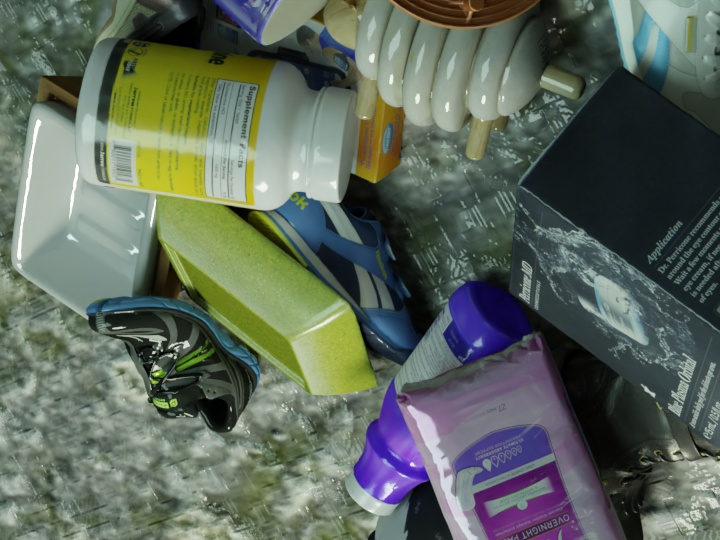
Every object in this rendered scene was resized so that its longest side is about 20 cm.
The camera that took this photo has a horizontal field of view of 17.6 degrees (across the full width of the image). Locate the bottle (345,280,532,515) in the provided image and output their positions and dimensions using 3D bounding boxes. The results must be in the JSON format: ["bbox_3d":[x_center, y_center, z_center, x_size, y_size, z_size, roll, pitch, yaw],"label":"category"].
[{"bbox_3d":[0.058,0.105,1.817,0.065,0.084,0.201,21,117,-26],"label":"bottle"}]

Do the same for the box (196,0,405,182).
[{"bbox_3d":[-0.055,-0.160,1.810,0.199,0.041,0.120,23,128,23],"label":"box"}]

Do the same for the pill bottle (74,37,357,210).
[{"bbox_3d":[-0.106,-0.107,1.746,0.198,0.113,0.113,9,125,6],"label":"pill bottle"}]

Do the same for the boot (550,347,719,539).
[{"bbox_3d":[0.228,0.135,1.746,0.173,0.069,0.201,-4,112,39],"label":"boot"}]

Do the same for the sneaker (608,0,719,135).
[{"bbox_3d":[0.220,-0.170,1.562,0.080,0.076,0.201,-8,113,39],"label":"sneaker"}]

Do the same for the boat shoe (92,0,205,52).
[{"bbox_3d":[-0.162,-0.176,1.827,0.065,0.072,0.200,62,156,15],"label":"boat shoe"}]

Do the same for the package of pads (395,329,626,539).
[{"bbox_3d":[0.115,0.156,1.726,0.120,0.076,0.201,-21,98,7],"label":"package of pads"}]

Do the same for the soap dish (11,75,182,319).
[{"bbox_3d":[-0.211,-0.054,1.969,0.157,0.081,0.201,31,131,19],"label":"soap dish"}]

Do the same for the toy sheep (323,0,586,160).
[{"bbox_3d":[0.066,-0.159,1.657,0.199,0.138,0.139,18,128,10],"label":"toy sheep"}]

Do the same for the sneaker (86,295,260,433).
[{"bbox_3d":[-0.154,0.078,1.942,0.070,0.083,0.199,0,154,36],"label":"sneaker"}]

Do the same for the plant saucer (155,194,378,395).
[{"bbox_3d":[-0.084,0.021,1.858,0.200,0.048,0.200,38,168,18],"label":"plant saucer"}]

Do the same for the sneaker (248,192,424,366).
[{"bbox_3d":[0.000,0.000,1.838,0.200,0.082,0.074,49,160,-29],"label":"sneaker"}]

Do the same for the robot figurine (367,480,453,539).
[{"bbox_3d":[0.093,0.213,1.864,0.151,0.125,0.200,51,135,-8],"label":"robot figurine"}]

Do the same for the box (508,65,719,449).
[{"bbox_3d":[0.212,-0.004,1.585,0.200,0.118,0.197,38,164,15],"label":"box"}]

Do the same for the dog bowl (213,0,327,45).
[{"bbox_3d":[-0.028,-0.254,1.618,0.079,0.200,0.200,45,135,4],"label":"dog bowl"}]

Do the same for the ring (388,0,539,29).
[{"bbox_3d":[0.073,-0.261,1.542,0.019,0.200,0.202,14,128,63],"label":"ring"}]
